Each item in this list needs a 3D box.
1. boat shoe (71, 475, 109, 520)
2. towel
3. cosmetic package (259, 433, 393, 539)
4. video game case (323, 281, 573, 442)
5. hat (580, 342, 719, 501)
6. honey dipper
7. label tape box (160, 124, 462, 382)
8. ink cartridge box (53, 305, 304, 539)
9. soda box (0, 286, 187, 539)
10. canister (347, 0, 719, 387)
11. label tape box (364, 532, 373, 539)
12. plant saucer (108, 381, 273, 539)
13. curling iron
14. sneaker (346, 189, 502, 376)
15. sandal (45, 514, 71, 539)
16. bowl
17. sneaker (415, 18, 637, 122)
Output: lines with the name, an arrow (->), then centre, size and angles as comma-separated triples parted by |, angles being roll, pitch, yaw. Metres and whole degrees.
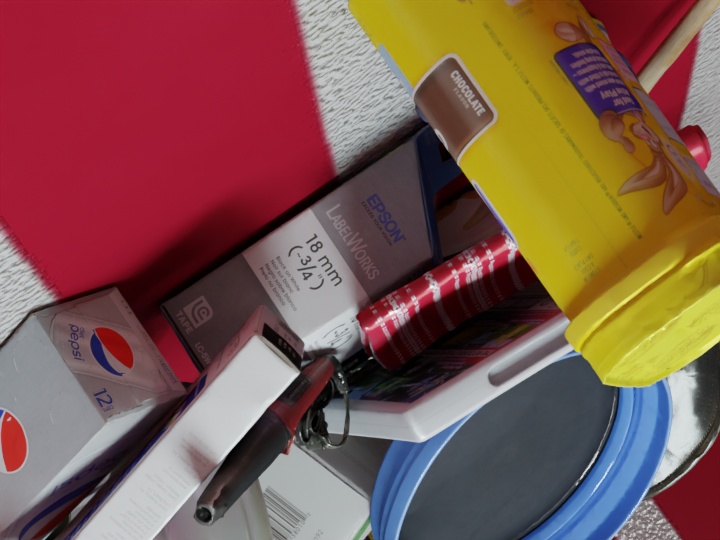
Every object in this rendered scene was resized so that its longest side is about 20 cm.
boat shoe -> -0.127, 0.138, 1.678 | 0.200, 0.065, 0.074 | -29, 166, -26
towel -> 0.090, -0.009, 1.448 | 0.199, 0.023, 0.145 | -29, 171, -2
cosmetic package -> -0.018, 0.121, 1.725 | 0.108, 0.085, 0.200 | -56, 173, 25
video game case -> 0.074, 0.037, 1.506 | 0.182, 0.023, 0.200 | -30, -173, -14
hat -> 0.129, 0.059, 1.728 | 0.201, 0.201, 0.081 | -42, 176, 28
honey dipper -> 0.169, -0.119, 1.586 | 0.038, 0.038, 0.200 | -24, 159, -39
label tape box -> 0.000, 0.000, 1.506 | 0.200, 0.063, 0.144 | -34, 168, -2
ink cartridge box -> -0.104, 0.105, 1.376 | 0.200, 0.037, 0.095 | -46, -175, 6
soda box -> -0.174, 0.095, 1.397 | 0.063, 0.068, 0.200 | -19, 159, -51
canister -> 0.090, -0.054, 1.224 | 0.086, 0.200, 0.148 | -37, 167, 12
label tape box -> -0.044, 0.182, 1.874 | 0.066, 0.144, 0.200 | -39, 167, 17
plant saucer -> -0.102, 0.160, 1.477 | 0.050, 0.201, 0.200 | -5, 155, -25
curling iron -> -0.040, 0.087, 1.395 | 0.025, 0.050, 0.200 | -6, -168, 17
sneaker -> 0.029, 0.030, 1.641 | 0.200, 0.088, 0.076 | -33, 169, -2
sandal -> -0.186, 0.137, 1.534 | 0.201, 0.057, 0.080 | -45, 169, 28
bowl -> 0.092, 0.116, 1.637 | 0.200, 0.039, 0.201 | -23, 137, -24
sneaker -> 0.097, -0.082, 1.413 | 0.074, 0.082, 0.200 | -38, 166, 25
